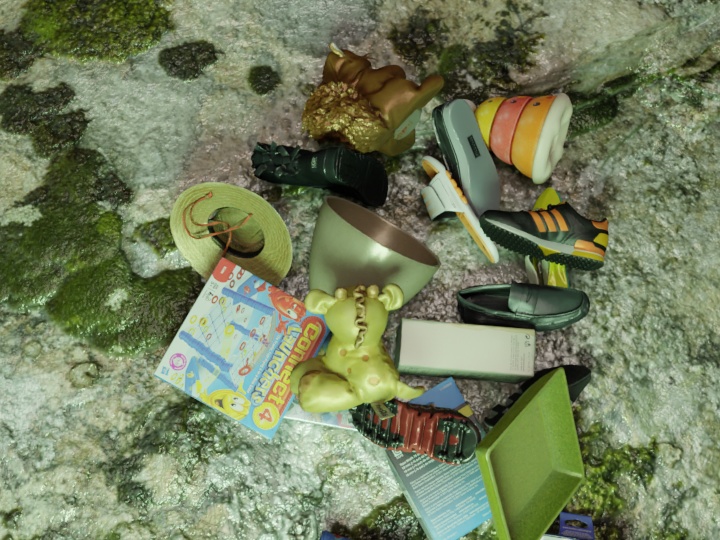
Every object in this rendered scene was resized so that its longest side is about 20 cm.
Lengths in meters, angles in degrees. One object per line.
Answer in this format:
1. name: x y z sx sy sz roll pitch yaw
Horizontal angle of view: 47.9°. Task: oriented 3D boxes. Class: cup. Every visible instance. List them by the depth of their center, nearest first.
1. cup: 0.000 0.000 1.216 0.199 0.200 0.144 32 104 6

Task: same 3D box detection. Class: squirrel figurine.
1. squirrel figurine: -0.006 -0.276 1.285 0.187 0.142 0.199 44 53 16

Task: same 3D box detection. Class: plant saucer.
1. plant saucer: 0.227 0.262 1.111 0.200 0.048 0.201 -37 120 -38

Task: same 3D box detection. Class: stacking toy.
1. stacking toy: 0.230 -0.234 1.317 0.198 0.146 0.147 19 75 19

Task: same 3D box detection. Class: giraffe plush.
1. giraffe plush: -0.011 0.095 1.098 0.171 0.199 0.164 -12 101 -30

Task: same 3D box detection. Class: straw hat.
1. straw hat: -0.186 -0.068 1.261 0.199 0.202 0.085 20 33 4

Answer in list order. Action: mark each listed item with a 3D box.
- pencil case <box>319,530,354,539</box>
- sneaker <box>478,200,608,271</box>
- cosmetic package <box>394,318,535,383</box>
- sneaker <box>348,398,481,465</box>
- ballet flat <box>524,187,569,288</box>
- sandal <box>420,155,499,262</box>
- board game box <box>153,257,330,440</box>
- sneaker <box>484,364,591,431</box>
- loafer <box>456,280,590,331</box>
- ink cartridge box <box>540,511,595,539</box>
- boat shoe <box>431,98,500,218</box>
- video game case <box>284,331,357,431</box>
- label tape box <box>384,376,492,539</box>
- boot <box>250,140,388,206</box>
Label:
1. pencil case: 0.023 0.434 1.141 0.198 0.078 0.087 16 46 3
2. sneaker: 0.280 -0.069 1.231 0.198 0.070 0.091 18 75 1
3. cosmetic package: 0.153 0.123 1.217 0.198 0.104 0.074 6 76 -2
4. sneaker: 0.082 0.222 1.142 0.199 0.098 0.072 11 86 25
5. ballet flat: 0.288 -0.037 1.280 0.066 0.067 0.202 2 77 -19
6. sandal: 0.143 -0.090 1.285 0.059 0.079 0.208 -32 77 -2
7. board game box: -0.169 0.116 1.202 0.195 0.056 0.201 28 76 -1
8. sneaker: 0.273 0.214 1.219 0.199 0.074 0.089 -29 111 -22
9. loafer: 0.240 0.050 1.216 0.199 0.071 0.069 -4 50 25
10. ink cartridge box: 0.303 0.450 1.149 0.135 0.076 0.202 9 76 0
11. boat shoe: 0.164 -0.173 1.311 0.073 0.068 0.201 -33 106 -31
12. video game case: -0.085 0.158 1.243 0.198 0.018 0.145 10 76 1
13. label tape box: 0.122 0.282 1.194 0.143 0.063 0.201 -28 77 -9
14. boot: -0.065 -0.153 1.278 0.161 0.198 0.074 6 84 31
